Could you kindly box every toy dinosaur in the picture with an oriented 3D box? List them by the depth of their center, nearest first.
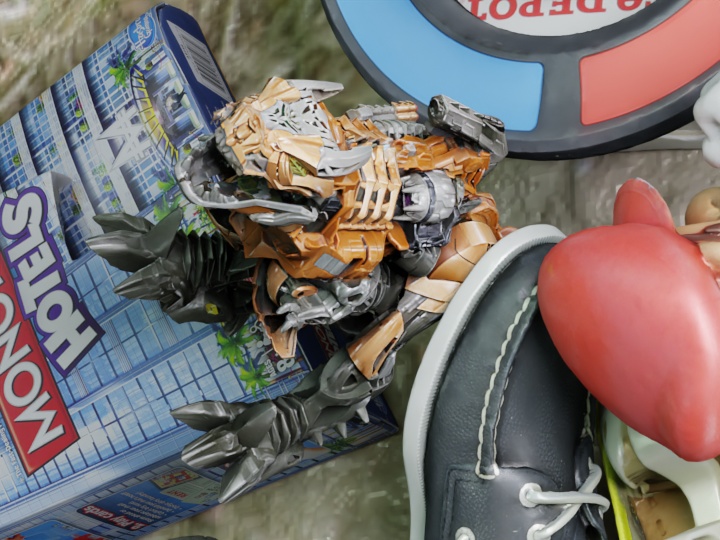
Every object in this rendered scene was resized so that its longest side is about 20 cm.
[{"bbox_3d":[0.000,0.000,0.888,0.136,0.200,0.102,-35,43,18],"label":"toy dinosaur"}]

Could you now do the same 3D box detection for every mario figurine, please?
[{"bbox_3d":[0.151,-0.006,0.848,0.200,0.106,0.124,-4,93,-1],"label":"mario figurine"}]

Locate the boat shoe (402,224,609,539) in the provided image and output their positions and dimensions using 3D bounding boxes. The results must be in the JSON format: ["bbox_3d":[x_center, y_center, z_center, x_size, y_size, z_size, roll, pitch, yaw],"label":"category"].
[{"bbox_3d":[0.050,0.085,0.899,0.060,0.076,0.200,31,122,39],"label":"boat shoe"}]

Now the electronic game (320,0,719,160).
[{"bbox_3d":[0.071,-0.132,0.905,0.200,0.042,0.200,-10,70,28],"label":"electronic game"}]

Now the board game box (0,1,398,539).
[{"bbox_3d":[-0.115,0.028,1.052,0.200,0.062,0.200,-36,59,15],"label":"board game box"}]

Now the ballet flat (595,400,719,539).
[{"bbox_3d":[0.108,0.078,0.897,0.067,0.067,0.200,-19,64,25],"label":"ballet flat"}]

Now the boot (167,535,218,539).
[{"bbox_3d":[-0.093,0.195,0.988,0.200,0.068,0.131,-44,61,20],"label":"boot"}]

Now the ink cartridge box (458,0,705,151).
[{"bbox_3d":[0.111,-0.149,0.962,0.147,0.083,0.200,-2,73,31],"label":"ink cartridge box"}]
